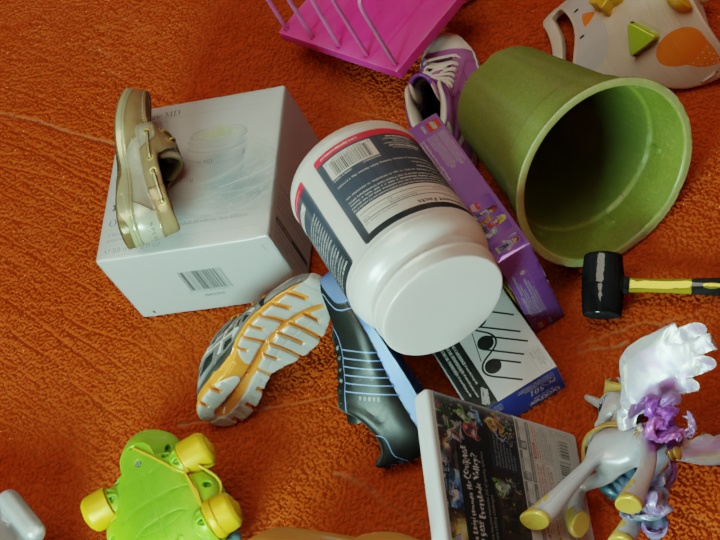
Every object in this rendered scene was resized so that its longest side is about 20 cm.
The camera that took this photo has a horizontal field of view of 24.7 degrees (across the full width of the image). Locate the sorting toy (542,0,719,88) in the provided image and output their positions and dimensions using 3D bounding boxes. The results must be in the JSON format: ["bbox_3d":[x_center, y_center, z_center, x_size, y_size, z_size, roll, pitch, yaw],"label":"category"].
[{"bbox_3d":[0.278,-0.270,1.754,0.180,0.107,0.200,-29,49,28],"label":"sorting toy"}]

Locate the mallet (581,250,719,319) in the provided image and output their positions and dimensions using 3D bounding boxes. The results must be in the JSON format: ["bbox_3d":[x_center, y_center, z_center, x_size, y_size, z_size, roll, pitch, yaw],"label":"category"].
[{"bbox_3d":[0.308,0.025,1.572,0.200,0.041,0.066,8,81,18],"label":"mallet"}]

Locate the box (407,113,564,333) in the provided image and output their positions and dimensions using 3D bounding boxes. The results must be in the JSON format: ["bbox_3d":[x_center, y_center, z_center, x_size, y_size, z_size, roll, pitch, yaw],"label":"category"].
[{"bbox_3d":[0.123,-0.047,1.632,0.039,0.137,0.200,-32,52,1],"label":"box"}]

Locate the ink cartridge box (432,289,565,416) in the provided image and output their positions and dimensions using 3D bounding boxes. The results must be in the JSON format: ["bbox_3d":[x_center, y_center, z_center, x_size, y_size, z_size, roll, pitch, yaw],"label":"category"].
[{"bbox_3d":[0.111,0.059,1.626,0.094,0.044,0.200,-31,52,0],"label":"ink cartridge box"}]

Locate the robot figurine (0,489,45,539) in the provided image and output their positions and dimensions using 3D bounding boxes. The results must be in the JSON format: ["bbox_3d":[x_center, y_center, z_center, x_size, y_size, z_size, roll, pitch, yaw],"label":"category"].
[{"bbox_3d":[-0.374,0.302,1.631,0.200,0.113,0.170,36,92,36],"label":"robot figurine"}]

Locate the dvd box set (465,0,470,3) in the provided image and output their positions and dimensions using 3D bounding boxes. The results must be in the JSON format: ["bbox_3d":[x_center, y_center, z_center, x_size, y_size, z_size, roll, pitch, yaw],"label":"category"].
[{"bbox_3d":[0.061,-0.345,1.918,0.200,0.029,0.146,-29,52,2],"label":"dvd box set"}]

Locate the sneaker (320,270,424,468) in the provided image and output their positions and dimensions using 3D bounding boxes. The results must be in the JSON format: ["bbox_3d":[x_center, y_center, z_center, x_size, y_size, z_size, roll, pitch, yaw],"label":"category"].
[{"bbox_3d":[0.002,0.095,1.593,0.078,0.070,0.200,-32,81,11],"label":"sneaker"}]

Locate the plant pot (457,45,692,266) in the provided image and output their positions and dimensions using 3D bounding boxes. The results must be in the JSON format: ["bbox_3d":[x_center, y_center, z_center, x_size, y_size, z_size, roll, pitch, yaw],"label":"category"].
[{"bbox_3d":[0.195,-0.135,1.647,0.200,0.200,0.190,-38,39,-4],"label":"plant pot"}]

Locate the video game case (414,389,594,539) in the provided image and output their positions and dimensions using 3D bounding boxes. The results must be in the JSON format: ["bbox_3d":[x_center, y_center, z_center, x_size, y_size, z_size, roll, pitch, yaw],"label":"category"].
[{"bbox_3d":[0.132,0.214,1.444,0.023,0.182,0.200,-40,43,39],"label":"video game case"}]

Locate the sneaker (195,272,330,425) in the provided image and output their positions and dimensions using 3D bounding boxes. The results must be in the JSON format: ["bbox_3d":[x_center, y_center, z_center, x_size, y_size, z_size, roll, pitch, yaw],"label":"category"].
[{"bbox_3d":[-0.106,0.067,1.664,0.200,0.078,0.077,-46,36,23],"label":"sneaker"}]

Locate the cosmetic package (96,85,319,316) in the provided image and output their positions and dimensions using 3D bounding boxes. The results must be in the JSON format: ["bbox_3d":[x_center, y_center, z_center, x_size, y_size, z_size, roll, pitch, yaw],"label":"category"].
[{"bbox_3d":[-0.160,-0.075,1.781,0.199,0.123,0.200,-8,55,18],"label":"cosmetic package"}]

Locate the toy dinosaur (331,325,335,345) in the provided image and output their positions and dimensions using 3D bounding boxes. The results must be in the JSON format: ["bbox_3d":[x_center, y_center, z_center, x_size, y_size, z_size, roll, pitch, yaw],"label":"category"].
[{"bbox_3d":[0.000,0.000,1.688,0.077,0.102,0.200,-18,60,11],"label":"toy dinosaur"}]

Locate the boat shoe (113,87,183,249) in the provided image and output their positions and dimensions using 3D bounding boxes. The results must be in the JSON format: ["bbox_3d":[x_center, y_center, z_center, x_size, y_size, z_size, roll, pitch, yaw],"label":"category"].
[{"bbox_3d":[-0.217,-0.109,1.713,0.066,0.074,0.200,-9,57,3],"label":"boat shoe"}]

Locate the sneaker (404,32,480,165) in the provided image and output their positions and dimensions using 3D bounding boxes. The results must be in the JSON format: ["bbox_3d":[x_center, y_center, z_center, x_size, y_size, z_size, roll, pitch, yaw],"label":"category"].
[{"bbox_3d":[0.087,-0.198,1.761,0.073,0.114,0.201,-14,53,16],"label":"sneaker"}]

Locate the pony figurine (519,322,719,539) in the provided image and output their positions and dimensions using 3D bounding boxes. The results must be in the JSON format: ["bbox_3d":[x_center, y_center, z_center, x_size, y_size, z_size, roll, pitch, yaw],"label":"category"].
[{"bbox_3d":[0.250,0.149,1.442,0.193,0.167,0.200,-18,28,41],"label":"pony figurine"}]

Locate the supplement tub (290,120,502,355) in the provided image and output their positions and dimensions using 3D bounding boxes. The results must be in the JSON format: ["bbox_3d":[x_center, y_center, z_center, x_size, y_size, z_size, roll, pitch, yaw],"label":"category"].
[{"bbox_3d":[0.032,-0.032,1.541,0.140,0.140,0.200,-33,52,0],"label":"supplement tub"}]

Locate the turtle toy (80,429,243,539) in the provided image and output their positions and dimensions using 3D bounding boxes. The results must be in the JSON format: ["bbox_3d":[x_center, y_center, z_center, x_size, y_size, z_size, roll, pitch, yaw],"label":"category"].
[{"bbox_3d":[-0.188,0.231,1.606,0.146,0.101,0.200,-30,52,2],"label":"turtle toy"}]

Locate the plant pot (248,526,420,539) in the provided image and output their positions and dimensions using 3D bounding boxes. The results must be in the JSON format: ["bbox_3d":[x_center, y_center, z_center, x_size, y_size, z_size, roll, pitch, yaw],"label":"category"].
[{"bbox_3d":[-0.026,0.311,1.442,0.183,0.200,0.200,15,65,47],"label":"plant pot"}]

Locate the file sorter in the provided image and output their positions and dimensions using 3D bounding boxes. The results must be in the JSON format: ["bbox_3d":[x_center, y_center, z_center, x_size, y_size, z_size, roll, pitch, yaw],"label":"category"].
[{"bbox_3d":[-0.007,-0.325,1.816,0.200,0.125,0.139,25,69,42],"label":"file sorter"}]
